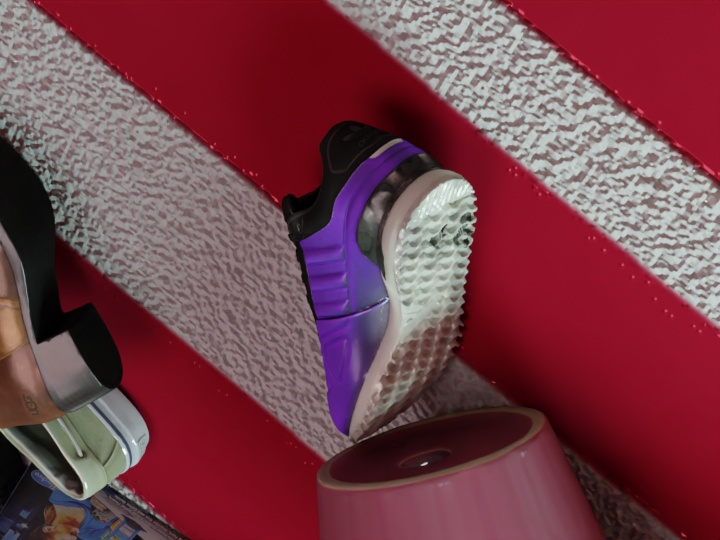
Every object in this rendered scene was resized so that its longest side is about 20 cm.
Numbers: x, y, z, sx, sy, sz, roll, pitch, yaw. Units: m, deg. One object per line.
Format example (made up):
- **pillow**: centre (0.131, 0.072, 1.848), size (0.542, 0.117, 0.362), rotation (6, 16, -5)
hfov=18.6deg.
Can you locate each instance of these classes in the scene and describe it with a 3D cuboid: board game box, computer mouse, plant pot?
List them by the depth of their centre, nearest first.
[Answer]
- **plant pot**: centre (0.059, 0.177, 1.166), size (0.199, 0.200, 0.180), rotation (-6, 102, 40)
- **board game box**: centre (-0.186, 0.234, 1.376), size (0.200, 0.200, 0.062), rotation (32, 135, 15)
- **computer mouse**: centre (-0.254, 0.187, 1.516), size (0.058, 0.034, 0.201), rotation (18, 131, 25)

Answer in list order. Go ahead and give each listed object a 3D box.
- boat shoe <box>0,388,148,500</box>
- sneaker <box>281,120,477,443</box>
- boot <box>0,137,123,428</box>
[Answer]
- **boat shoe**: centre (-0.221, 0.061, 1.372), size (0.200, 0.062, 0.072), rotation (39, 137, 7)
- **sneaker**: centre (0.000, 0.000, 1.159), size (0.099, 0.069, 0.201), rotation (38, 140, 25)
- **boot**: centre (-0.265, 0.025, 1.323), size (0.199, 0.069, 0.189), rotation (-22, 106, 22)
